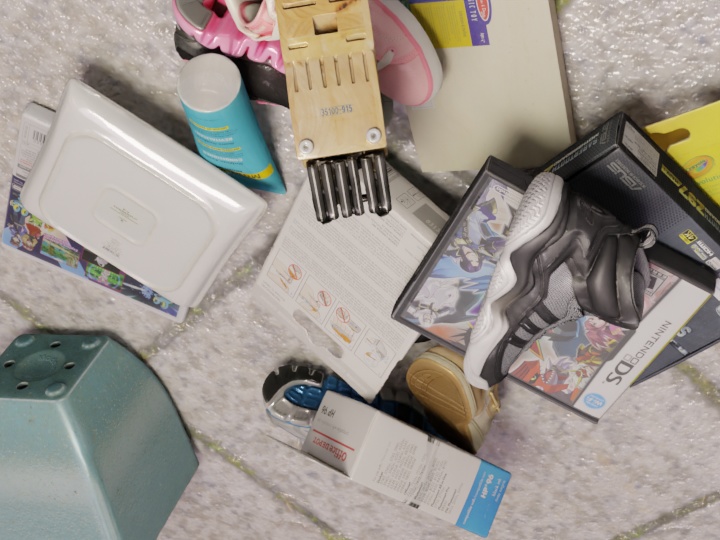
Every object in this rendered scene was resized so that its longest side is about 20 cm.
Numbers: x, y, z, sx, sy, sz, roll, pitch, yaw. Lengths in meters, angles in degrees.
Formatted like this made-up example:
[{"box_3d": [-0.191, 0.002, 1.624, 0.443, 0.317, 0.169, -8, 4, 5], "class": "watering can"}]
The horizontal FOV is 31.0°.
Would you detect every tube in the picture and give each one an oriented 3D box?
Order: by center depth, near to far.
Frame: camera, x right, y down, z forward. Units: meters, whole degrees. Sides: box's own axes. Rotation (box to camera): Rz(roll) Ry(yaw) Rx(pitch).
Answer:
[{"box_3d": [-0.111, -0.113, 1.091, 0.077, 0.051, 0.200, 18, 163, 10], "class": "tube"}]

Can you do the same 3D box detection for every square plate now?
[{"box_3d": [-0.205, -0.056, 1.170, 0.199, 0.029, 0.198, 33, 140, -8], "class": "square plate"}]

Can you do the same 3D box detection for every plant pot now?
[{"box_3d": [-0.310, 0.178, 1.367, 0.195, 0.196, 0.201, 1, 121, 18], "class": "plant pot"}]

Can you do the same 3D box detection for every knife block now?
[{"box_3d": [-0.018, -0.133, 0.944, 0.063, 0.176, 0.202, -8, 96, 0], "class": "knife block"}]

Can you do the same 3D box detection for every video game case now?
[{"box_3d": [0.148, 0.022, 1.030, 0.199, 0.026, 0.181, 27, 133, -5], "class": "video game case"}, {"box_3d": [-0.240, -0.050, 1.241, 0.199, 0.023, 0.183, 23, 134, -2], "class": "video game case"}]

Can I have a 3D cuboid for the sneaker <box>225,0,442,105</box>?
[{"box_3d": [-0.031, -0.183, 0.973, 0.200, 0.105, 0.075, 49, 149, -14], "class": "sneaker"}]

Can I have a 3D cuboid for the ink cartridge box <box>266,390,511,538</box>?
[{"box_3d": [0.025, 0.171, 1.203, 0.199, 0.068, 0.116, 27, 172, -25], "class": "ink cartridge box"}]

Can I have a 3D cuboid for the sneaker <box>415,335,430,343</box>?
[{"box_3d": [0.123, 0.040, 1.165, 0.199, 0.070, 0.090, -25, 116, 32], "class": "sneaker"}]

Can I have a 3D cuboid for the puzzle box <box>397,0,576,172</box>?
[{"box_3d": [0.093, -0.167, 1.021, 0.132, 0.026, 0.201, 0, 130, 20], "class": "puzzle box"}]

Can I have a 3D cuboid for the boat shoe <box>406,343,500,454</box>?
[{"box_3d": [0.093, 0.105, 1.203, 0.073, 0.069, 0.200, 30, 163, 20], "class": "boat shoe"}]

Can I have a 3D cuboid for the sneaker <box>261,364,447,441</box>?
[{"box_3d": [-0.007, 0.158, 1.329, 0.199, 0.075, 0.087, 21, 152, 1], "class": "sneaker"}]

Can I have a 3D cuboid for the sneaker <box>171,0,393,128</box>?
[{"box_3d": [-0.067, -0.163, 1.058, 0.199, 0.079, 0.095, 30, 150, -5], "class": "sneaker"}]

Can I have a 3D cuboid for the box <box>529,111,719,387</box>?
[{"box_3d": [0.211, -0.010, 1.033, 0.200, 0.051, 0.157, 42, 131, -18], "class": "box"}]

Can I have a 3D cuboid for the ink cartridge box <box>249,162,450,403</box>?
[{"box_3d": [0.000, 0.000, 1.148, 0.161, 0.050, 0.201, 41, 136, 12], "class": "ink cartridge box"}]

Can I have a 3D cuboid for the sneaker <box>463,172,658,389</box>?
[{"box_3d": [0.149, 0.028, 0.965, 0.113, 0.076, 0.201, 21, 130, 6], "class": "sneaker"}]

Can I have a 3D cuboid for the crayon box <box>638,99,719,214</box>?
[{"box_3d": [0.277, -0.053, 1.043, 0.126, 0.051, 0.200, -18, 124, 31], "class": "crayon box"}]
